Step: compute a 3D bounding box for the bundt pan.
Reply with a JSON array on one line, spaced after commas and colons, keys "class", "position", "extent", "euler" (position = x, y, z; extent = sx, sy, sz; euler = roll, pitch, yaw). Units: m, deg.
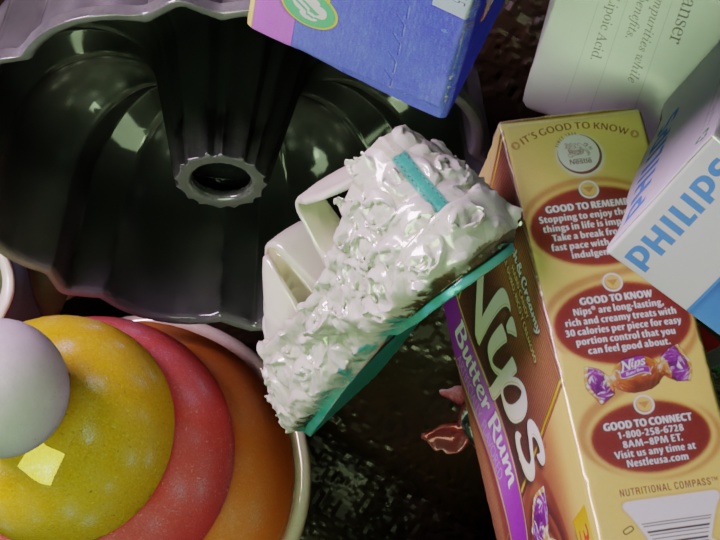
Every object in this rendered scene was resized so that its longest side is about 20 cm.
[{"class": "bundt pan", "position": [-0.049, -0.062, 0.885], "extent": [0.202, 0.076, 0.202], "euler": [1, 146, 1]}]

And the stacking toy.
[{"class": "stacking toy", "position": [-0.106, 0.061, 0.908], "extent": [0.146, 0.146, 0.200], "euler": [6, 162, 13]}]

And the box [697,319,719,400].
[{"class": "box", "position": [0.202, 0.058, 0.863], "extent": [0.200, 0.035, 0.110], "euler": [-5, 81, -1]}]

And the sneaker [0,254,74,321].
[{"class": "sneaker", "position": [-0.192, -0.047, 0.959], "extent": [0.067, 0.090, 0.200], "euler": [-38, 101, 29]}]

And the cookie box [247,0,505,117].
[{"class": "cookie box", "position": [0.045, -0.176, 0.729], "extent": [0.075, 0.200, 0.171], "euler": [24, 152, 5]}]

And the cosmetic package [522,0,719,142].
[{"class": "cosmetic package", "position": [0.169, -0.086, 0.838], "extent": [0.200, 0.081, 0.113], "euler": [19, 122, 8]}]

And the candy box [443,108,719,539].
[{"class": "candy box", "position": [0.080, 0.060, 0.818], "extent": [0.056, 0.200, 0.117], "euler": [-7, 155, -13]}]

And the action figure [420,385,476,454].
[{"class": "action figure", "position": [0.122, 0.083, 0.949], "extent": [0.200, 0.149, 0.134], "euler": [20, 78, 22]}]

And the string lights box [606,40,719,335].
[{"class": "string lights box", "position": [0.182, 0.011, 0.780], "extent": [0.200, 0.103, 0.059], "euler": [36, 125, -6]}]

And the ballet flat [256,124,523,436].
[{"class": "ballet flat", "position": [0.000, 0.000, 0.851], "extent": [0.072, 0.072, 0.200], "euler": [36, 154, -3]}]
